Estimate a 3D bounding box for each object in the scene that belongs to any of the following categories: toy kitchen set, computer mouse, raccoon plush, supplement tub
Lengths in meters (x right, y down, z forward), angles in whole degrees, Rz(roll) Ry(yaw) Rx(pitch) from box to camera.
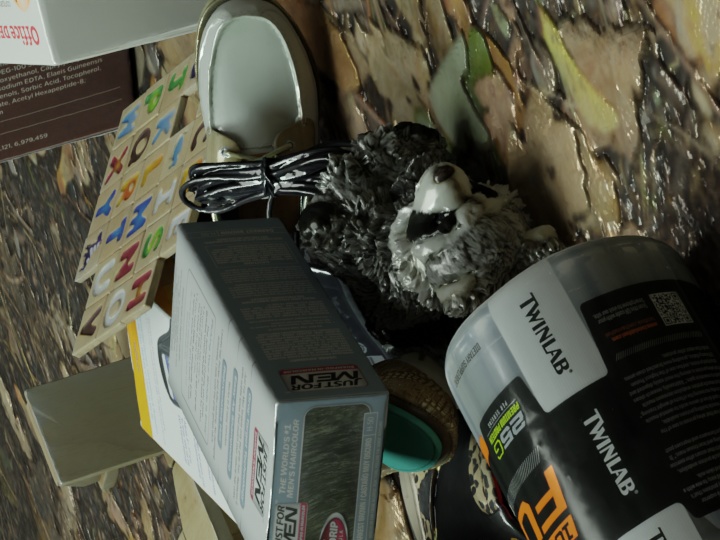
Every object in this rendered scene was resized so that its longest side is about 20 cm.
[{"bbox_3d":[-0.149,0.132,1.937,0.180,0.163,0.200,116,134,-63],"label":"toy kitchen set"},{"bbox_3d":[0.000,0.000,1.585,0.140,0.046,0.200,-11,124,38],"label":"computer mouse"},{"bbox_3d":[0.058,0.006,1.450,0.134,0.097,0.200,37,171,38],"label":"raccoon plush"},{"bbox_3d":[0.129,0.095,1.216,0.123,0.122,0.200,104,144,-55],"label":"supplement tub"}]

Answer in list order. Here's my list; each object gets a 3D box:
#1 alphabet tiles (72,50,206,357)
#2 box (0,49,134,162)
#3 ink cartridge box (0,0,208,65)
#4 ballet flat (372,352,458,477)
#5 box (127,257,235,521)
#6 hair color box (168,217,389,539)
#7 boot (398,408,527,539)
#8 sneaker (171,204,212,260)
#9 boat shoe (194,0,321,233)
[{"bbox_3d":[-0.132,-0.047,1.734,0.167,0.008,0.200,-32,38,52],"label":"alphabet tiles"},{"bbox_3d":[-0.269,-0.201,1.982,0.166,0.164,0.200,-131,30,-50],"label":"box"},{"bbox_3d":[-0.167,-0.237,1.705,0.147,0.144,0.200,13,119,67],"label":"ink cartridge box"},{"bbox_3d":[0.012,0.074,1.476,0.071,0.065,0.200,45,157,-8],"label":"ballet flat"},{"bbox_3d":[-0.081,0.084,1.693,0.200,0.041,0.119,37,140,49],"label":"box"},{"bbox_3d":[-0.046,0.060,1.434,0.200,0.061,0.099,-123,33,-58],"label":"hair color box"},{"bbox_3d":[0.086,0.157,1.466,0.151,0.073,0.200,134,122,-68],"label":"boot"},{"bbox_3d":[-0.104,-0.023,1.778,0.200,0.099,0.070,8,116,69],"label":"sneaker"},{"bbox_3d":[-0.055,-0.065,1.626,0.068,0.075,0.200,-96,-2,-59],"label":"boat shoe"}]
